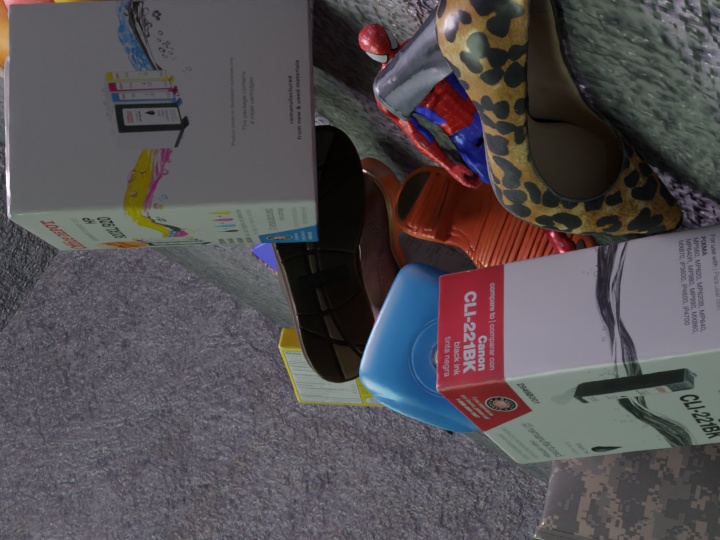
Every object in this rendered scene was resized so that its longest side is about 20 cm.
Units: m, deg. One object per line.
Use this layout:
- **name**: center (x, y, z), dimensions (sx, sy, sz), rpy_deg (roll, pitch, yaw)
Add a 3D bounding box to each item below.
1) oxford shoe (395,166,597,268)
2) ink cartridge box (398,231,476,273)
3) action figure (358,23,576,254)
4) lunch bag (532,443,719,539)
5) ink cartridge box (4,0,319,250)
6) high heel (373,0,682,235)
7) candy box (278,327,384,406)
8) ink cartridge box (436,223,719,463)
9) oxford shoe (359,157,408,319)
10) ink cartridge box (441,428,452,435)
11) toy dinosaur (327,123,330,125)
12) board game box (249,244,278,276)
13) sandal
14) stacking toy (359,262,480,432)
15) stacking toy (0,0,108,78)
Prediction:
- **oxford shoe**: center (0.112, -0.029, 0.859), dimensions (0.073, 0.071, 0.200), rpy_deg (19, -172, -38)
- **ink cartridge box**: center (0.105, 0.005, 1.059), dimensions (0.200, 0.067, 0.116), rpy_deg (26, 167, 40)
- **action figure**: center (0.074, -0.084, 0.711), dimensions (0.200, 0.065, 0.052), rpy_deg (36, -167, -25)
- **lunch bag**: center (0.252, 0.156, 0.878), dimensions (0.200, 0.164, 0.118), rpy_deg (7, 157, 26)
- **ink cartridge box**: center (-0.131, -0.097, 0.821), dimensions (0.200, 0.145, 0.147), rpy_deg (-2, 172, -2)
- **high heel**: center (0.116, -0.080, 0.612), dimensions (0.200, 0.071, 0.143), rpy_deg (26, 157, -13)
- **candy box**: center (0.034, 0.089, 1.037), dimensions (0.200, 0.026, 0.102), rpy_deg (2, 143, 9)
- **ink cartridge box**: center (0.167, 0.051, 0.731), dimensions (0.200, 0.084, 0.144), rpy_deg (-12, 148, 26)
- **oxford shoe**: center (0.000, 0.000, 1.021), dimensions (0.071, 0.073, 0.200), rpy_deg (25, 140, 38)
- **ink cartridge box**: center (0.026, 0.040, 1.168), dimensions (0.047, 0.200, 0.198), rpy_deg (-19, 137, 33)
- **toy dinosaur**: center (-0.087, -0.085, 1.032), dimensions (0.105, 0.200, 0.182), rpy_deg (19, -156, -4)
- **board game box**: center (-0.002, 0.016, 1.342), dimensions (0.200, 0.097, 0.159), rpy_deg (39, 178, -30)
- **sandal**: center (-0.029, -0.013, 0.926), dimensions (0.055, 0.082, 0.200), rpy_deg (-148, 46, -78)
- **stacking toy**: center (0.058, 0.040, 0.932), dimensions (0.116, 0.110, 0.200), rpy_deg (20, -169, -8)
- **stacking toy**: center (-0.196, -0.217, 0.859), dimensions (0.200, 0.146, 0.146), rpy_deg (0, 151, 39)
